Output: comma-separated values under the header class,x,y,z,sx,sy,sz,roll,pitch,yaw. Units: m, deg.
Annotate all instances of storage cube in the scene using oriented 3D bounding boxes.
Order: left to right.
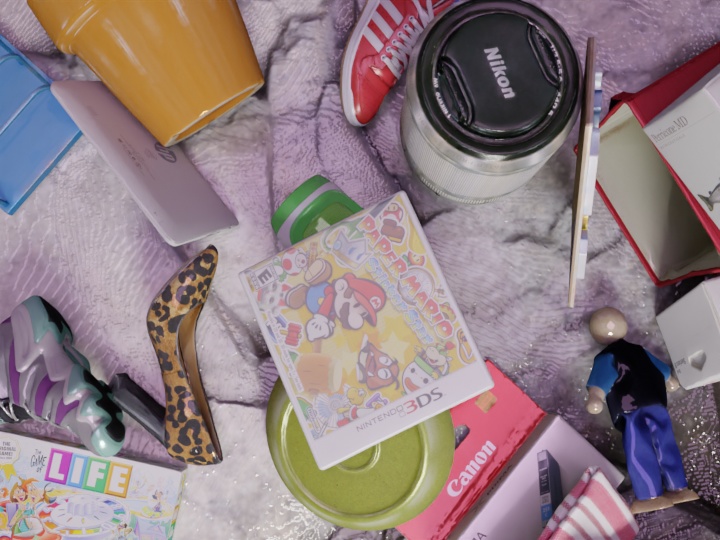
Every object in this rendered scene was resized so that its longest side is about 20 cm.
class,x,y,z,sx,sy,sz,roll,pitch,yaw
storage cube,0.348,-0.114,0.783,0.178,0.171,0.202,-29,84,-4

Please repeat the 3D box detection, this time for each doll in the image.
class,x,y,z,sx,sy,sz,roll,pitch,yaw
doll,0.274,0.133,0.799,0.134,0.048,0.204,-1,70,-31

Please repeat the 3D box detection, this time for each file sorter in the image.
class,x,y,z,sx,sy,sz,roll,pitch,yaw
file sorter,-0.406,-0.185,0.813,0.199,0.123,0.139,40,84,5

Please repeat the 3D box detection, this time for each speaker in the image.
class,x,y,z,sx,sy,sz,roll,pitch,yaw
speaker,0.000,0.000,0.811,0.088,0.088,0.200,-42,85,-5

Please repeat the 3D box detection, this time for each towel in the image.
class,x,y,z,sx,sy,sz,roll,pitch,yaw
towel,0.185,0.289,0.758,0.201,0.147,0.030,-49,44,-10

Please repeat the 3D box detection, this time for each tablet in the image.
class,x,y,z,sx,sy,sz,roll,pitch,yaw
tablet,-0.213,-0.114,0.807,0.014,0.130,0.201,-40,85,23

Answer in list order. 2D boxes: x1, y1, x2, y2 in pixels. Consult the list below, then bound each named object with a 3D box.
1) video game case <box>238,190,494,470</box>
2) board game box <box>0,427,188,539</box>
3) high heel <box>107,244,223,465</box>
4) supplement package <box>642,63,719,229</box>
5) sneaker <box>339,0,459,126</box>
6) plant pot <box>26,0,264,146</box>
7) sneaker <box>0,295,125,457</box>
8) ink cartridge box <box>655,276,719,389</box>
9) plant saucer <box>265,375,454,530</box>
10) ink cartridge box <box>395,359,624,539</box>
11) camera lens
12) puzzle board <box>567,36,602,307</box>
class,x,y,z,sx,sy,sz,roll,pitch,yaw
video game case,0.003,0.054,0.746,0.179,0.023,0.203,-26,80,3
board game box,-0.287,0.248,0.805,0.196,0.034,0.137,11,83,1
high heel,-0.156,0.089,0.801,0.141,0.071,0.202,34,100,10
supplement package,0.348,-0.084,0.636,0.117,0.117,0.201,-37,87,-5
sneaker,0.054,-0.242,0.830,0.111,0.071,0.204,14,81,29
plant pot,-0.194,-0.236,0.796,0.198,0.200,0.185,-33,99,-4
sneaker,-0.323,0.136,0.777,0.139,0.078,0.200,-39,58,-8
ink cartridge box,0.412,0.041,0.774,0.196,0.146,0.089,-18,73,-2
plant saucer,-0.006,0.167,0.782,0.196,0.031,0.205,3,101,14
ink cartridge box,0.136,0.223,0.806,0.176,0.045,0.201,41,84,3
camera lens,0.118,-0.156,0.772,0.156,0.200,0.164,0,83,0
puzzle board,0.210,-0.090,0.743,0.017,0.203,0.152,4,42,13
